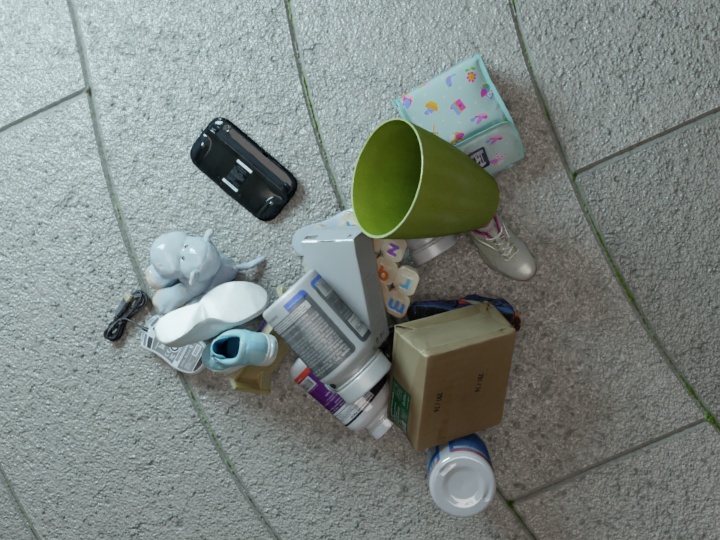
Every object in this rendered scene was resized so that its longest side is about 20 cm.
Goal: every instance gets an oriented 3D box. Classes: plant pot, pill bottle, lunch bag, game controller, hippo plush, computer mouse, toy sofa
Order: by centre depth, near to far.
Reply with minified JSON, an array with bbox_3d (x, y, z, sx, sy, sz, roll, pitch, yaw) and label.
[{"bbox_3d":[-0.050,0.107,1.404,0.114,0.114,0.200,-41,92,5],"label":"pill bottle"},{"bbox_3d":[0.118,-0.128,1.415,0.199,0.187,0.188,10,96,-34],"label":"plant pot"},{"bbox_3d":[0.171,-0.242,1.523,0.170,0.122,0.201,-28,101,1],"label":"lunch bag"},{"bbox_3d":[0.170,0.336,1.525,0.111,0.200,0.113,0,97,3],"label":"pill bottle"},{"bbox_3d":[-0.289,0.012,1.530,0.199,0.161,0.160,15,80,3],"label":"hippo plush"},{"bbox_3d":[0.083,-0.115,1.540,0.112,0.112,0.201,-30,92,5],"label":"pill bottle"},{"bbox_3d":[-0.158,0.114,1.544,0.200,0.083,0.098,-52,48,22],"label":"toy sofa"},{"bbox_3d":[-0.022,0.204,1.571,0.200,0.112,0.113,41,95,-1],"label":"pill bottle"},{"bbox_3d":[-0.212,-0.181,1.593,0.200,0.042,0.104,41,110,0],"label":"game controller"},{"bbox_3d":[-0.363,0.124,1.619,0.199,0.044,0.110,31,91,6],"label":"computer mouse"}]

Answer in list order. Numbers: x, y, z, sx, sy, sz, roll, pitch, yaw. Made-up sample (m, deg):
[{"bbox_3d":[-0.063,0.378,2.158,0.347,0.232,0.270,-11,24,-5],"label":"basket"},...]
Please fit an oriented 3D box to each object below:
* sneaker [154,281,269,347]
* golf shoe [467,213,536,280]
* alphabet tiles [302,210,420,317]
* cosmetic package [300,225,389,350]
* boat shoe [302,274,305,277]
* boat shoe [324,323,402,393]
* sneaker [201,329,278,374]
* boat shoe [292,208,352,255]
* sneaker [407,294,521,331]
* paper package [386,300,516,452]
[{"bbox_3d":[-0.247,0.080,1.514,0.199,0.089,0.076,-19,67,1],"label":"sneaker"},{"bbox_3d":[0.232,-0.055,1.548,0.200,0.092,0.075,44,94,-2],"label":"golf shoe"},{"bbox_3d":[0.000,0.000,1.494,0.199,0.015,0.196,26,124,9],"label":"alphabet tiles"},{"bbox_3d":[-0.023,0.029,1.465,0.101,0.074,0.201,1,113,25],"label":"cosmetic package"},{"bbox_3d":[-0.022,0.075,1.582,0.065,0.074,0.202,-38,85,10],"label":"boat shoe"},{"bbox_3d":[0.025,0.148,1.515,0.199,0.057,0.069,-30,82,-28],"label":"boat shoe"},{"bbox_3d":[-0.225,0.128,1.486,0.082,0.199,0.074,19,66,-38],"label":"sneaker"},{"bbox_3d":[-0.025,-0.065,1.535,0.199,0.057,0.069,-11,81,30],"label":"boat shoe"},{"bbox_3d":[0.181,0.081,1.570,0.199,0.079,0.076,5,119,-3],"label":"sneaker"},{"bbox_3d":[0.149,0.175,1.482,0.190,0.103,0.201,-12,123,-25],"label":"paper package"}]
